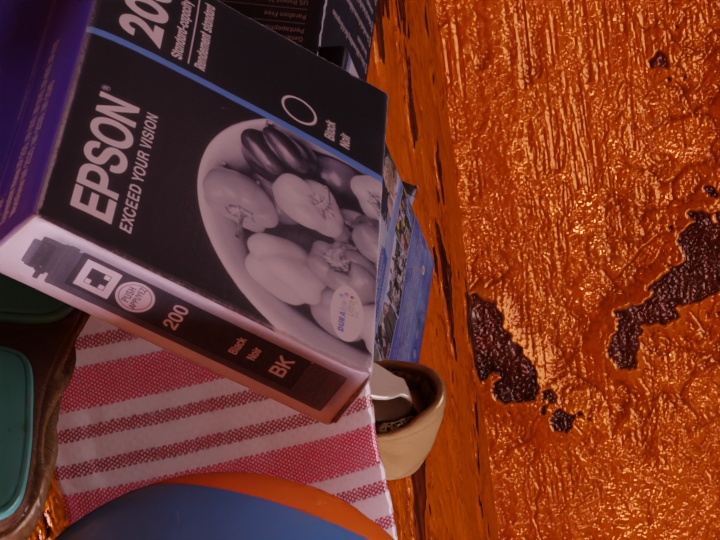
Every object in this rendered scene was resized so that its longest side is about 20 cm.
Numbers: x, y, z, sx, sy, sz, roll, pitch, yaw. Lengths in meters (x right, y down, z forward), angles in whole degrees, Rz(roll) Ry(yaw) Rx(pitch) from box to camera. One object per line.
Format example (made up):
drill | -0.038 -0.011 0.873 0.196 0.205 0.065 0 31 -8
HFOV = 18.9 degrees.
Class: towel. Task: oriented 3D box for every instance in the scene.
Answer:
towel | -0.066 0.068 0.955 0.030 0.145 0.201 168 -89 -80

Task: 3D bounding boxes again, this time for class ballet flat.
ballet flat | -0.140 0.040 0.851 0.073 0.067 0.201 106 -11 -49
ballet flat | -0.050 0.058 1.007 0.063 0.199 0.069 -57 -140 42

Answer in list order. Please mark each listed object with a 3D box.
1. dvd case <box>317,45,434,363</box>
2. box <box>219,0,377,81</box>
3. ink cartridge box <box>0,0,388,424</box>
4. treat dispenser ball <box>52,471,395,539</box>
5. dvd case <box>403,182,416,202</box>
dvd case | 0.000 0.000 1.131 0.200 0.017 0.143 66 30 -53
box | -0.061 -0.094 1.177 0.148 0.106 0.201 49 48 -77
ink cartridge box | -0.083 -0.050 0.874 0.043 0.199 0.199 -54 -161 34
treat dispenser ball | -0.053 0.179 0.839 0.201 0.199 0.202 -6 90 -82
dvd case | -0.023 0.052 1.297 0.143 0.017 0.201 126 -12 -76
